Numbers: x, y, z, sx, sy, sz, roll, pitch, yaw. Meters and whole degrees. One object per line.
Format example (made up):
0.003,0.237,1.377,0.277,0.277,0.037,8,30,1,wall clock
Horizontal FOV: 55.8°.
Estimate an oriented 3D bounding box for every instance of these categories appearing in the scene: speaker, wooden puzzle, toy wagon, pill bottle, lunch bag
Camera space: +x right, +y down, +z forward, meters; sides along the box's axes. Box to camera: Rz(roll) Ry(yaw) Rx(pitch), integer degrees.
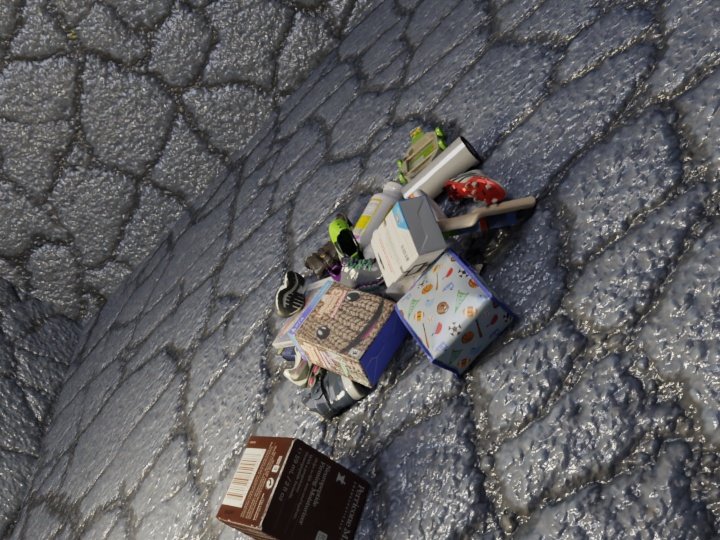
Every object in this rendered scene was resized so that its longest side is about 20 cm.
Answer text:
0.194,-0.232,1.662,0.199,0.081,0.082,-40,29,22,speaker
0.237,-0.099,1.399,0.198,0.047,0.184,-19,5,-37,wooden puzzle
0.168,-0.325,1.857,0.155,0.039,0.201,-38,30,26,toy wagon
0.052,-0.123,1.728,0.104,0.104,0.202,4,60,58,pill bottle
0.102,-0.084,1.595,0.200,0.113,0.113,-43,29,17,pill bottle
0.170,0.071,1.287,0.170,0.123,0.200,-47,43,8,lunch bag

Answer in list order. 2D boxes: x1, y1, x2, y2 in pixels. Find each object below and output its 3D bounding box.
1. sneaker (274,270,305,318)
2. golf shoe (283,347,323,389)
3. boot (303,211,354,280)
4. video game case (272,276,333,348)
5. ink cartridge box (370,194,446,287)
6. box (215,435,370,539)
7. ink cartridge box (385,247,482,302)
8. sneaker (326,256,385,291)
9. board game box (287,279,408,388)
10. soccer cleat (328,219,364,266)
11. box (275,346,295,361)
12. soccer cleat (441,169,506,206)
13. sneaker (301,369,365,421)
-0.192,0.081,1.814,0.081,0.073,0.201,-60,8,24,sneaker
-0.109,0.177,1.607,0.077,0.087,0.202,106,-175,-70,golf shoe
-0.086,-0.069,1.879,0.173,0.070,0.200,-36,30,1,boot
-0.140,0.107,1.750,0.201,0.023,0.182,-60,18,-23,video game case
0.092,-0.054,1.376,0.200,0.067,0.118,129,124,-65,ink cartridge box
-0.122,0.423,1.252,0.163,0.199,0.168,-15,45,49,box
0.154,0.017,1.443,0.199,0.067,0.118,-2,56,56,ink cartridge box
0.000,0.000,1.548,0.199,0.088,0.075,-25,24,44,sneaker
-0.024,0.131,1.450,0.198,0.097,0.160,16,57,35,board game box
-0.018,-0.030,1.630,0.067,0.202,0.081,-30,28,-4,soccer cleat
-0.139,0.174,1.752,0.199,0.032,0.122,-11,48,54,box
0.265,-0.193,1.521,0.085,0.069,0.199,-40,22,-19,soccer cleat
-0.071,0.241,1.520,0.146,0.077,0.203,-40,31,17,sneaker
